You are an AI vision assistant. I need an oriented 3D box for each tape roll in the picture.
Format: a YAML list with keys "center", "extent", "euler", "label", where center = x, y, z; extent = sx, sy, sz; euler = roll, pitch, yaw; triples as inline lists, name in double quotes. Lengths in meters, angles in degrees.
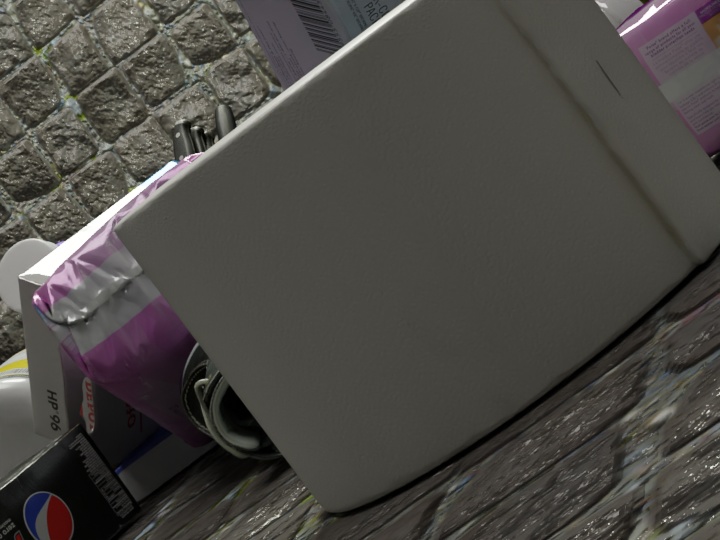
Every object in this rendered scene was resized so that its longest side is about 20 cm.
- center: [0.025, -0.022, 0.923]
  extent: [0.203, 0.139, 0.203]
  euler: [-37, 3, 3]
  label: "tape roll"

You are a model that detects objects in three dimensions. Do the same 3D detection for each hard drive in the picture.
- center: [-0.084, 0.078, 1.510]
  extent: [0.132, 0.025, 0.200]
  euler: [-37, 4, 8]
  label: "hard drive"

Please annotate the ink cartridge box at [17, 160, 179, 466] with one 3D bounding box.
- center: [-0.140, 0.032, 1.445]
  extent: [0.068, 0.116, 0.200]
  euler: [16, 35, 27]
  label: "ink cartridge box"

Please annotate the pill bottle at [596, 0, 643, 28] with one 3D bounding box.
- center: [0.067, -0.063, 1.223]
  extent: [0.200, 0.111, 0.111]
  euler: [-37, 4, -17]
  label: "pill bottle"

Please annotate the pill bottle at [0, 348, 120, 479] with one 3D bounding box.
- center: [-0.203, 0.108, 1.575]
  extent: [0.112, 0.112, 0.200]
  euler: [-36, 4, 9]
  label: "pill bottle"

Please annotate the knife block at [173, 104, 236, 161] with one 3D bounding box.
- center: [-0.093, -0.029, 1.737]
  extent: [0.064, 0.176, 0.200]
  euler: [-36, 4, 28]
  label: "knife block"

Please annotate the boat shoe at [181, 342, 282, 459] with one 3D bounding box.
- center: [-0.045, 0.052, 1.130]
  extent: [0.071, 0.072, 0.200]
  euler: [-34, 4, -31]
  label: "boat shoe"

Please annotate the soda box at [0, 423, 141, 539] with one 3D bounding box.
- center: [-0.207, 0.166, 1.300]
  extent: [0.071, 0.063, 0.200]
  euler: [-34, 4, 39]
  label: "soda box"

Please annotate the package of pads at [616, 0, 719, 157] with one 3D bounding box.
- center: [0.207, -0.130, 1.048]
  extent: [0.200, 0.076, 0.120]
  euler: [-34, 2, 34]
  label: "package of pads"

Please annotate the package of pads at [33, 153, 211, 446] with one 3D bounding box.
- center: [-0.086, 0.020, 1.292]
  extent: [0.120, 0.076, 0.200]
  euler: [-38, -19, 1]
  label: "package of pads"

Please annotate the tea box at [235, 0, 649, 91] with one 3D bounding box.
- center: [0.059, -0.144, 1.343]
  extent: [0.197, 0.200, 0.134]
  euler: [-39, 31, -16]
  label: "tea box"

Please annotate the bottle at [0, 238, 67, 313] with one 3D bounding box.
- center: [-0.160, 0.022, 1.561]
  extent: [0.065, 0.084, 0.200]
  euler: [-27, -23, 19]
  label: "bottle"
